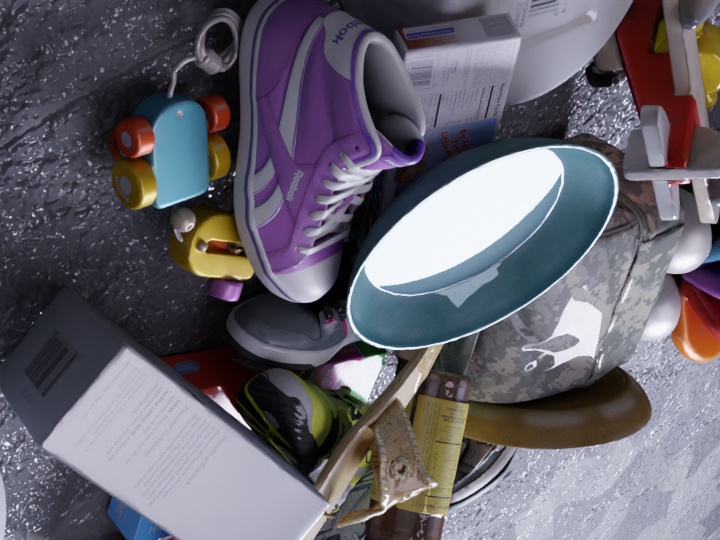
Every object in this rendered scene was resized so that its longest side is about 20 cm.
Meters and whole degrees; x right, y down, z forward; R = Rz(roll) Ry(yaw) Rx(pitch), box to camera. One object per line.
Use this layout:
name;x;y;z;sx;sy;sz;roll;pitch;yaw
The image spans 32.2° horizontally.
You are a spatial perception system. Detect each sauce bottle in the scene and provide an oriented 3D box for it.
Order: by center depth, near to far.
sauce bottle;0.038;0.175;0.971;0.065;0.065;0.201;16;86;-52

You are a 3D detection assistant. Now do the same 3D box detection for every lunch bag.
lunch bag;0.146;0.003;1.005;0.167;0.139;0.201;-24;141;-38

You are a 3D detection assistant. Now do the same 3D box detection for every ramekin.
ramekin;0.092;-0.202;0.787;0.200;0.098;0.201;-28;141;-25

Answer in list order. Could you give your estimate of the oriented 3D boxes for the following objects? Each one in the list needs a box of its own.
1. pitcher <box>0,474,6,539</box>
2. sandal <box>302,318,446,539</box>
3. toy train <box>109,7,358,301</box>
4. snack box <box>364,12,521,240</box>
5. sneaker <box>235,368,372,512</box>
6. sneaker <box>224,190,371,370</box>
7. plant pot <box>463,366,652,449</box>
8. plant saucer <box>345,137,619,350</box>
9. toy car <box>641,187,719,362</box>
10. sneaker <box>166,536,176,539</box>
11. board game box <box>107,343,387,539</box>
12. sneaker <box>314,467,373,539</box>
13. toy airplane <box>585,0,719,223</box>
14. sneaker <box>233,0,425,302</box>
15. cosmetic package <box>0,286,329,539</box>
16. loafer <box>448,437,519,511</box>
pitcher;-0.305;0.115;0.693;0.171;0.121;0.200;-23;132;1
sandal;0.029;0.125;0.885;0.212;0.069;0.078;-58;165;-18
toy train;-0.082;-0.070;0.783;0.150;0.056;0.200;-56;142;-12
snack box;0.047;-0.076;0.784;0.072;0.024;0.200;-11;146;-14
sneaker;-0.034;0.110;0.927;0.076;0.075;0.200;-46;156;-13
sneaker;0.000;0.000;0.901;0.200;0.084;0.121;-12;135;-44
plant pot;0.151;0.103;1.079;0.200;0.200;0.028;-12;109;-38
plant saucer;0.074;-0.023;0.820;0.199;0.036;0.200;-21;148;-13
toy car;0.346;0.001;1.202;0.175;0.150;0.201;-16;135;-35
sneaker;-0.157;0.250;0.987;0.087;0.074;0.200;11;135;-40
board game box;-0.087;0.125;0.974;0.199;0.040;0.153;-9;130;-41
sneaker;-0.022;0.215;1.020;0.200;0.085;0.077;-38;144;-10
toy airplane;0.240;-0.134;0.889;0.141;0.200;0.200;-15;178;9
sneaker;-0.015;-0.053;0.733;0.073;0.114;0.201;-32;134;-37
cosmetic package;-0.126;0.111;0.804;0.081;0.113;0.200;-51;127;-5
loafer;0.129;0.147;1.210;0.200;0.072;0.063;-39;125;-22
